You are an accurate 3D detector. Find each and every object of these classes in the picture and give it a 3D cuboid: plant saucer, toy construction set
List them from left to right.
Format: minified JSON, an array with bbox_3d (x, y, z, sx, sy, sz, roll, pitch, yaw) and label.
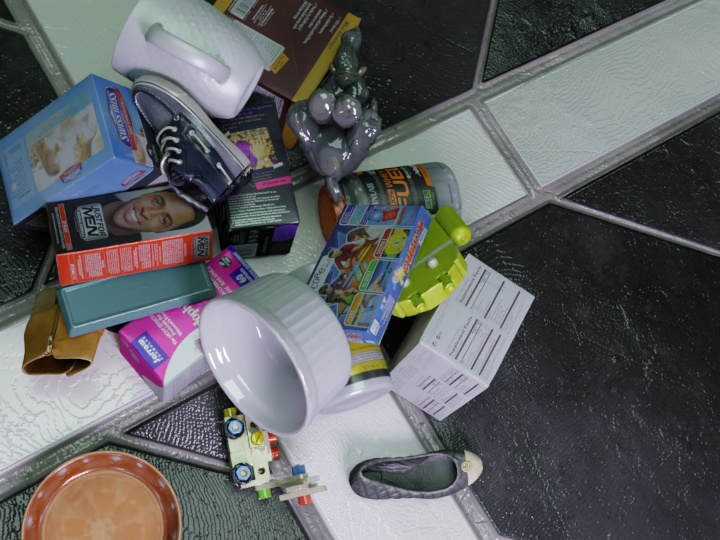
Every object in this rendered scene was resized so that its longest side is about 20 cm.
[{"bbox_3d":[-0.331,0.335,1.200,0.199,0.032,0.201,5,67,-12],"label":"plant saucer"},{"bbox_3d":[-0.293,0.027,1.227,0.199,0.019,0.070,-16,71,-21],"label":"plant saucer"},{"bbox_3d":[-0.118,0.231,1.269,0.130,0.092,0.201,-8,60,-17],"label":"toy construction set"}]

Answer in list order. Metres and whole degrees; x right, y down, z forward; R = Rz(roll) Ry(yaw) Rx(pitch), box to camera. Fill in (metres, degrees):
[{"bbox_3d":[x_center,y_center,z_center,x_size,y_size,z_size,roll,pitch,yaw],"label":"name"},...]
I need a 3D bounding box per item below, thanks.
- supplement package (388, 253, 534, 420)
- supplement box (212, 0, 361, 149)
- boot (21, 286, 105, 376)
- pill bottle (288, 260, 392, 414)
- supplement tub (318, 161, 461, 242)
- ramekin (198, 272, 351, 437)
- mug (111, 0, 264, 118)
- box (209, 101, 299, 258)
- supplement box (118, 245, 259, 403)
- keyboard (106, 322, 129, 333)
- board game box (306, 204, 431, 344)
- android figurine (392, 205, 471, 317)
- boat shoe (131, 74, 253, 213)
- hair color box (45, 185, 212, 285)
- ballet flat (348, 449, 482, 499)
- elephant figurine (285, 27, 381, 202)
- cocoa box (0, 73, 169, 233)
[{"bbox_3d":[0.132,0.099,1.316,0.111,0.200,0.156,32,64,-1],"label":"supplement package"},{"bbox_3d":[-0.140,-0.339,1.461,0.199,0.133,0.198,29,64,-1],"label":"supplement box"},{"bbox_3d":[-0.351,0.066,1.241,0.200,0.071,0.144,-18,45,3],"label":"boot"},{"bbox_3d":[-0.037,0.092,1.325,0.114,0.114,0.201,-14,73,-19],"label":"pill bottle"},{"bbox_3d":[0.043,-0.094,1.415,0.199,0.123,0.123,-10,71,-18],"label":"supplement tub"},{"bbox_3d":[-0.104,0.101,1.184,0.098,0.201,0.201,-35,80,-37],"label":"ramekin"},{"bbox_3d":[-0.229,-0.291,1.264,0.175,0.200,0.148,31,96,-5],"label":"mug"},{"bbox_3d":[-0.165,-0.131,1.377,0.105,0.122,0.201,-7,70,-16],"label":"box"},{"bbox_3d":[-0.226,0.075,1.292,0.200,0.103,0.101,-41,82,-22],"label":"supplement box"},{"bbox_3d":[-0.294,0.014,1.344,0.104,0.040,0.201,22,64,21],"label":"keyboard"},{"bbox_3d":[0.000,0.000,1.248,0.135,0.034,0.201,4,58,37],"label":"board game box"},{"bbox_3d":[0.069,-0.012,1.276,0.182,0.041,0.200,-33,36,4],"label":"android figurine"},{"bbox_3d":[-0.239,-0.165,1.225,0.200,0.075,0.093,41,48,-5],"label":"boat shoe"},{"bbox_3d":[-0.304,-0.051,1.231,0.199,0.061,0.102,-11,49,-19],"label":"hair color box"},{"bbox_3d":[0.081,0.288,1.307,0.199,0.057,0.067,-5,71,-16],"label":"ballet flat"},{"bbox_3d":[-0.023,-0.233,1.361,0.141,0.155,0.200,41,28,-16],"label":"elephant figurine"},{"bbox_3d":[-0.374,-0.150,1.274,0.199,0.131,0.134,-28,71,24],"label":"cocoa box"}]
